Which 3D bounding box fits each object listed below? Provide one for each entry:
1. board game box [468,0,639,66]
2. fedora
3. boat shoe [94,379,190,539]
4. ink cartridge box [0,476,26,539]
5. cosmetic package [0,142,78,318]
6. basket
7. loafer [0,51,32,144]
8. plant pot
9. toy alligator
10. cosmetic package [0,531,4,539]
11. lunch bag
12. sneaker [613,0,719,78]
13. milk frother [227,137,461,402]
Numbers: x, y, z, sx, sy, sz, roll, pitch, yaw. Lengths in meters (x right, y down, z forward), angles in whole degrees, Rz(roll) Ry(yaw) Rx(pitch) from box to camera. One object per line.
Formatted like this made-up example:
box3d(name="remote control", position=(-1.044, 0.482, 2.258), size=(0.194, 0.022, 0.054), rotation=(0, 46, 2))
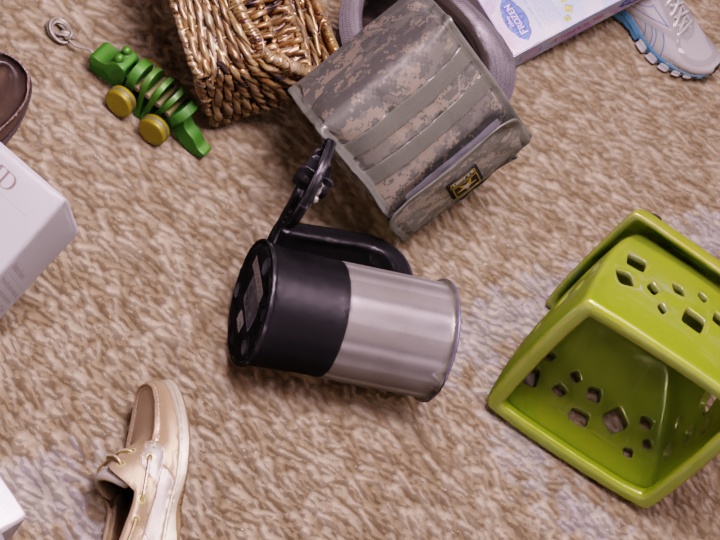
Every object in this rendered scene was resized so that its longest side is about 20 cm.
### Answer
box3d(name="board game box", position=(0.195, -0.348, 1.989), size=(0.199, 0.041, 0.200), rotation=(-28, 77, -12))
box3d(name="fedora", position=(0.050, -0.209, 1.852), size=(0.200, 0.090, 0.177), rotation=(30, 55, -17))
box3d(name="boat shoe", position=(-0.188, 0.180, 1.530), size=(0.069, 0.074, 0.201), rotation=(15, 59, -25))
box3d(name="ink cartridge box", position=(-0.379, 0.205, 1.427), size=(0.200, 0.068, 0.117), rotation=(-30, 79, -36))
box3d(name="cosmetic package", position=(-0.356, -0.024, 1.462), size=(0.167, 0.166, 0.200), rotation=(41, 82, 1))
box3d(name="basket", position=(-0.109, -0.264, 1.744), size=(0.148, 0.143, 0.201), rotation=(-17, 69, -2))
box3d(name="loafer", position=(-0.355, -0.130, 1.621), size=(0.073, 0.071, 0.200), rotation=(37, 54, -3))
box3d(name="plant pot", position=(0.268, 0.073, 1.745), size=(0.199, 0.200, 0.182), rotation=(34, 48, -5))
box3d(name="toy alligator", position=(-0.215, -0.184, 1.731), size=(0.200, 0.054, 0.059), rotation=(41, 53, -1))
box3d(name="cosmetic package", position=(-0.290, 0.274, 1.362), size=(0.071, 0.101, 0.201), rotation=(-29, 106, -34))
box3d(name="lunch bag", position=(0.057, -0.134, 1.722), size=(0.200, 0.164, 0.118), rotation=(50, 3, -36))
box3d(name="sneaker", position=(0.334, -0.299, 2.047), size=(0.200, 0.087, 0.075), rotation=(42, 52, -1))
box3d(name="milk frother", position=(0.000, 0.000, 1.646), size=(0.187, 0.200, 0.181), rotation=(12, 56, -21))
